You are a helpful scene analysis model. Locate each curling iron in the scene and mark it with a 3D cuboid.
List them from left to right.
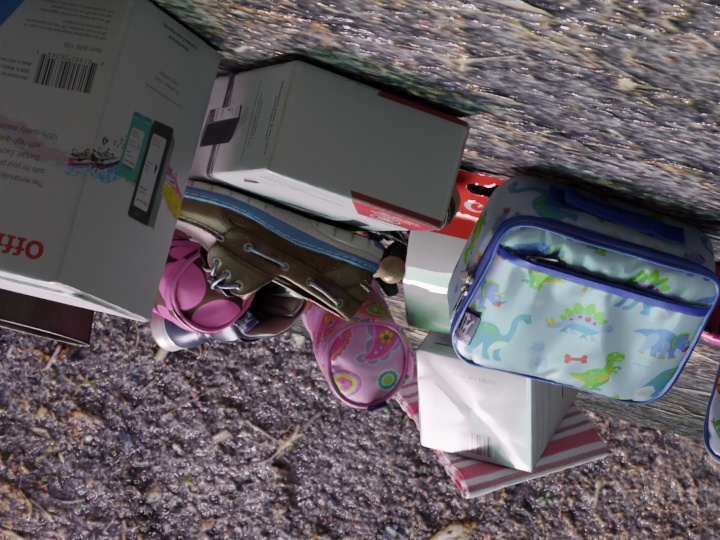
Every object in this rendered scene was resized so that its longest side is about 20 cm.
[{"bbox_3d":[0.023,-0.009,1.854,0.049,0.026,0.200,16,161,7],"label":"curling iron"}]

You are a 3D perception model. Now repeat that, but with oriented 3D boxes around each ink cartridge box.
[{"bbox_3d":[-0.210,-0.085,1.436,0.146,0.201,0.146,12,173,22],"label":"ink cartridge box"},{"bbox_3d":[-0.034,-0.087,1.533,0.144,0.084,0.200,18,174,-23],"label":"ink cartridge box"},{"bbox_3d":[0.115,-0.004,1.743,0.160,0.050,0.200,13,152,13],"label":"ink cartridge box"}]

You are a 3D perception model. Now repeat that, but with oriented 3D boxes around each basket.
[{"bbox_3d":[-0.306,-0.043,1.989,0.180,0.201,0.136,10,172,43],"label":"basket"}]

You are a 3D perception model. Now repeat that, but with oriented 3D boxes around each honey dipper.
[{"bbox_3d":[0.000,0.000,1.788,0.038,0.038,0.200,16,177,-14],"label":"honey dipper"}]

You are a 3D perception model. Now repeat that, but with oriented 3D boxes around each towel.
[{"bbox_3d":[0.124,0.136,1.941,0.145,0.030,0.200,-15,-144,-17],"label":"towel"}]

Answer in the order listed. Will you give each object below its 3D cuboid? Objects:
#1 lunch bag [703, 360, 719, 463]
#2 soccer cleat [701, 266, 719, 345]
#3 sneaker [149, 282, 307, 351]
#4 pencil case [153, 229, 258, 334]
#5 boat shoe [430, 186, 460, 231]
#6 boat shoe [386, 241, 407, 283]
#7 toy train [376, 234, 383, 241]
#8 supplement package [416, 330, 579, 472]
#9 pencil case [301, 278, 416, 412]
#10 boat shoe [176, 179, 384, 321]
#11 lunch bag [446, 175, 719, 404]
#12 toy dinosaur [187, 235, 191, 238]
[{"bbox_3d":[0.346,0.075,1.538,0.160,0.201,0.075,7,167,45],"label":"lunch bag"},{"bbox_3d":[0.365,0.044,1.802,0.199,0.070,0.086,10,172,32],"label":"soccer cleat"},{"bbox_3d":[-0.096,-0.007,1.982,0.146,0.203,0.077,-9,131,43],"label":"sneaker"},{"bbox_3d":[-0.164,-0.001,1.890,0.200,0.094,0.091,24,148,59],"label":"pencil case"},{"bbox_3d":[-0.020,-0.065,1.681,0.199,0.065,0.072,18,130,2],"label":"boat shoe"},{"bbox_3d":[0.081,-0.024,1.877,0.068,0.074,0.199,37,161,-15],"label":"boat shoe"},{"bbox_3d":[-0.052,-0.055,1.913,0.115,0.085,0.200,2,179,-20],"label":"toy train"},{"bbox_3d":[0.142,0.072,1.909,0.113,0.110,0.200,12,-143,22],"label":"supplement package"},{"bbox_3d":[-0.003,0.058,1.885,0.087,0.088,0.200,16,-169,-12],"label":"pencil case"},{"bbox_3d":[-0.083,-0.015,1.560,0.199,0.073,0.072,17,174,-9],"label":"boat shoe"},{"bbox_3d":[0.176,0.016,1.662,0.199,0.161,0.083,17,-143,-13],"label":"lunch bag"},{"bbox_3d":[-0.122,-0.070,1.791,0.199,0.103,0.136,21,175,5],"label":"toy dinosaur"}]
